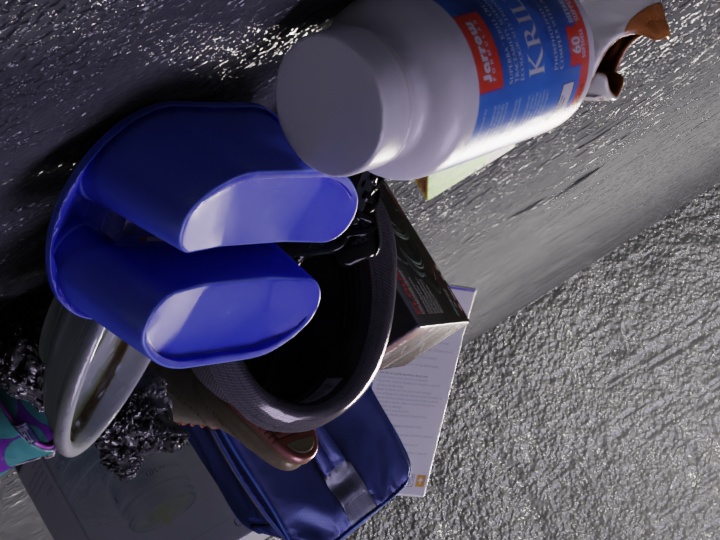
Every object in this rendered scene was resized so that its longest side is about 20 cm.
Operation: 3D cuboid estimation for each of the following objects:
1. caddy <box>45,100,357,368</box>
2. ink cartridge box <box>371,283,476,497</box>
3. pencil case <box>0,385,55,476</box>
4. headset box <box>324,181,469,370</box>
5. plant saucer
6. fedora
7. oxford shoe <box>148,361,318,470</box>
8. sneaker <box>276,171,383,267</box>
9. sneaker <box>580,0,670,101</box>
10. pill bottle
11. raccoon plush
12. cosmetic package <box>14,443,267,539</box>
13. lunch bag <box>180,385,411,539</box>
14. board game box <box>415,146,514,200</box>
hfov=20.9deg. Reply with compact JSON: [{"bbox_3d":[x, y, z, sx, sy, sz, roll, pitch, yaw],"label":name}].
[{"bbox_3d":[-0.097,-0.026,1.155,0.199,0.105,0.142,-5,124,-53],"label":"caddy"},{"bbox_3d":[0.000,0.098,1.736,0.197,0.202,0.043,9,-171,-40],"label":"ink cartridge box"},{"bbox_3d":[-0.315,0.143,1.454,0.199,0.093,0.085,-32,-164,16],"label":"pencil case"},{"bbox_3d":[0.000,0.000,1.556,0.077,0.150,0.200,-33,171,12],"label":"headset box"},{"bbox_3d":[-0.164,0.023,1.281,0.202,0.050,0.200,-63,175,-11],"label":"plant saucer"},{"bbox_3d":[-0.064,0.020,1.409,0.176,0.202,0.090,21,159,-38],"label":"fedora"},{"bbox_3d":[-0.112,0.093,1.480,0.070,0.200,0.074,-6,132,-53],"label":"oxford shoe"},{"bbox_3d":[-0.011,-0.057,1.294,0.200,0.100,0.070,-45,169,11],"label":"sneaker"},{"bbox_3d":[0.139,-0.145,1.442,0.199,0.085,0.073,-34,173,29],"label":"sneaker"},{"bbox_3d":[0.044,-0.117,1.165,0.199,0.113,0.112,-24,169,-48],"label":"pill bottle"},{"bbox_3d":[-0.213,0.098,1.373,0.199,0.135,0.096,-25,178,-45],"label":"raccoon plush"},{"bbox_3d":[-0.186,0.182,1.764,0.198,0.201,0.123,-28,171,-25],"label":"cosmetic package"},{"bbox_3d":[-0.058,0.120,1.585,0.136,0.201,0.132,-38,-161,-20],"label":"lunch bag"},{"bbox_3d":[0.092,-0.111,1.660,0.095,0.030,0.200,-32,174,-3],"label":"board game box"}]
